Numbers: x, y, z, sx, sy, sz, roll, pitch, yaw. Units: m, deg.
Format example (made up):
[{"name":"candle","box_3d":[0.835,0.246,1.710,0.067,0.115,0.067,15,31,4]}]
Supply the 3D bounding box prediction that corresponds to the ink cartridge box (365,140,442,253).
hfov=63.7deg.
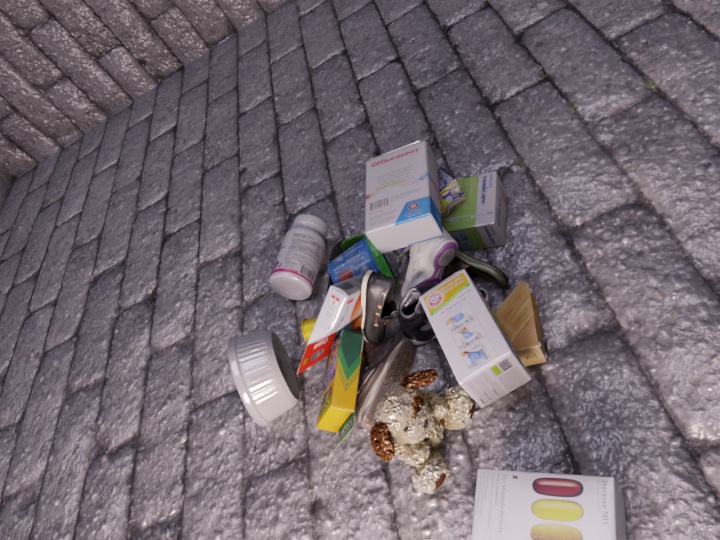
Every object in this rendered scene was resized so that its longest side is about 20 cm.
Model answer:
[{"name":"ink cartridge box","box_3d":[0.089,-0.154,1.208,0.143,0.085,0.202,-15,54,23]}]

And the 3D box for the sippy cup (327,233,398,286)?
[{"name":"sippy cup","box_3d":[0.000,0.000,1.323,0.129,0.141,0.178,-26,11,5]}]

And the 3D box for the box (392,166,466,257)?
[{"name":"box","box_3d":[0.130,-0.127,1.269,0.200,0.070,0.064,-41,44,2]}]

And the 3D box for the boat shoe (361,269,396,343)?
[{"name":"boat shoe","box_3d":[0.040,0.087,1.201,0.062,0.203,0.074,16,47,17]}]

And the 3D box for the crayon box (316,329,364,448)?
[{"name":"crayon box","box_3d":[-0.043,0.238,1.174,0.051,0.126,0.202,14,53,-10]}]

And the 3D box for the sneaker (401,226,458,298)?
[{"name":"sneaker","box_3d":[0.138,-0.019,1.242,0.100,0.074,0.201,61,139,33]}]

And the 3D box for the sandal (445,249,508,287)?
[{"name":"sandal","box_3d":[0.219,-0.002,1.228,0.200,0.080,0.058,27,87,45]}]

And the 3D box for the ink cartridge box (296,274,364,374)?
[{"name":"ink cartridge box","box_3d":[-0.047,0.116,1.188,0.050,0.162,0.202,24,105,17]}]

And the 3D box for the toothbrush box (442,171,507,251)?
[{"name":"toothbrush box","box_3d":[0.223,-0.124,1.313,0.198,0.086,0.147,-11,52,30]}]

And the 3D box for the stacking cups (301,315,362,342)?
[{"name":"stacking cups","box_3d":[-0.037,0.110,1.323,0.198,0.061,0.061,-20,46,18]}]

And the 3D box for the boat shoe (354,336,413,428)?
[{"name":"boat shoe","box_3d":[0.036,0.217,1.173,0.073,0.075,0.201,16,64,41]}]

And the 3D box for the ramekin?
[{"name":"ramekin","box_3d":[-0.203,0.224,1.253,0.093,0.204,0.203,-22,44,0]}]

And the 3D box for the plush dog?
[{"name":"plush dog","box_3d":[0.089,0.262,1.025,0.159,0.172,0.201,13,64,41]}]

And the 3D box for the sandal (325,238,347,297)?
[{"name":"sandal","box_3d":[-0.049,0.013,1.409,0.048,0.074,0.203,125,160,-63]}]

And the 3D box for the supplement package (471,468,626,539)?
[{"name":"supplement package","box_3d":[0.278,0.368,0.851,0.198,0.110,0.115,-8,52,30]}]

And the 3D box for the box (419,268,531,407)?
[{"name":"box","box_3d":[0.197,0.116,1.020,0.101,0.113,0.201,-33,45,12]}]

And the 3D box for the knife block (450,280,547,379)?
[{"name":"knife block","box_3d":[0.254,0.134,1.095,0.174,0.064,0.202,-16,49,23]}]

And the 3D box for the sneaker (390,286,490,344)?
[{"name":"sneaker","box_3d":[0.160,0.075,1.173,0.198,0.114,0.076,-26,44,14]}]

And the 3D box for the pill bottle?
[{"name":"pill bottle","box_3d":[-0.153,-0.037,1.485,0.112,0.114,0.202,-6,51,31]}]
